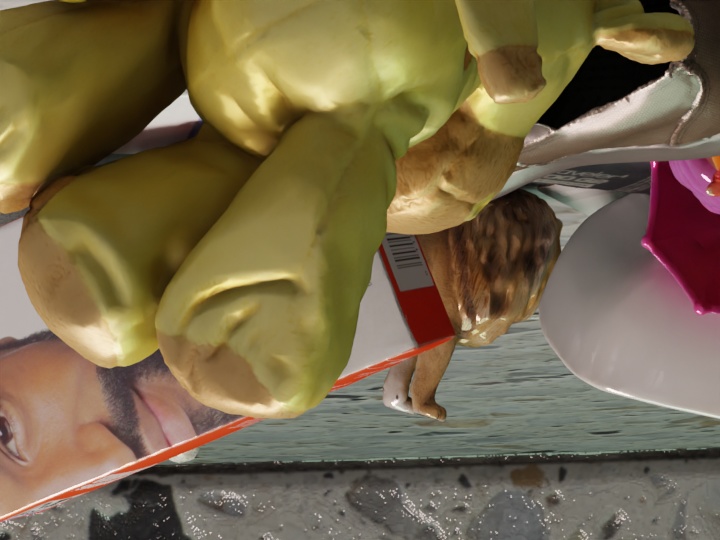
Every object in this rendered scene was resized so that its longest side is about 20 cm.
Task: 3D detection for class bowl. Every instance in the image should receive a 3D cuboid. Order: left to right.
[{"bbox_3d":[0.189,0.017,1.329,0.199,0.075,0.200,12,-170,-5],"label":"bowl"}]

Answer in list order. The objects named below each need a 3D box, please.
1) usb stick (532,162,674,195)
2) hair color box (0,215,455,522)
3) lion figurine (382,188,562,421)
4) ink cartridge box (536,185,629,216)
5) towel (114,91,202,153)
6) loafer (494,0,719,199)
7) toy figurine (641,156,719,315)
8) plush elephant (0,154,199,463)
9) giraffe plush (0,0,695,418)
[{"bbox_3d":[0.075,-0.056,1.220,0.199,0.033,0.055,5,162,-41],"label":"usb stick"},{"bbox_3d":[-0.077,0.015,1.142,0.199,0.111,0.064,-24,175,17],"label":"hair color box"},{"bbox_3d":[0.000,0.000,1.409,0.199,0.123,0.072,16,176,-17],"label":"lion figurine"},{"bbox_3d":[0.214,-0.035,1.434,0.199,0.050,0.161,26,157,-34],"label":"ink cartridge box"},{"bbox_3d":[-0.144,-0.067,1.108,0.199,0.024,0.147,-1,172,-9],"label":"towel"},{"bbox_3d":[0.050,-0.070,1.015,0.199,0.073,0.071,-12,158,27],"label":"loafer"},{"bbox_3d":[0.182,-0.032,1.162,0.200,0.151,0.184,33,161,-37],"label":"toy figurine"},{"bbox_3d":[-0.132,0.030,1.266,0.200,0.155,0.165,27,109,-43],"label":"plush elephant"},{"bbox_3d":[-0.001,-0.065,0.818,0.200,0.173,0.162,-45,163,25],"label":"giraffe plush"}]
